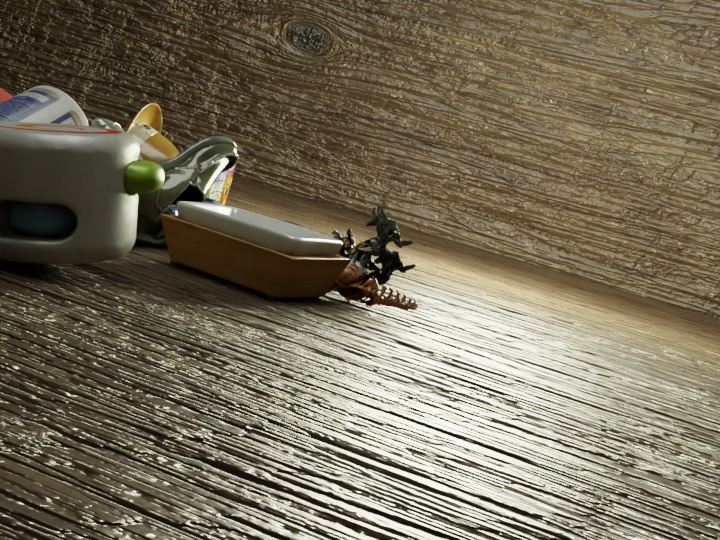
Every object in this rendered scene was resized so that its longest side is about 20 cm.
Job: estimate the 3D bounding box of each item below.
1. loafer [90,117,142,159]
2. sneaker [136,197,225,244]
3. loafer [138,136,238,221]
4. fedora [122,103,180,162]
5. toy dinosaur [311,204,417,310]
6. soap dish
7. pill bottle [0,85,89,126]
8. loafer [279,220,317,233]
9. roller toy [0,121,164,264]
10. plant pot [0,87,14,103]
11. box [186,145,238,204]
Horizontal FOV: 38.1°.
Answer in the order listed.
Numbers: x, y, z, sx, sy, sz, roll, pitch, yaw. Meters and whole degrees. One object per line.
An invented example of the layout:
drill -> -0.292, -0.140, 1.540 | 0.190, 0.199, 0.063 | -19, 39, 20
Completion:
loafer -> -0.323, -0.151, 1.358 | 0.070, 0.070, 0.200 | -32, 1, -16
sneaker -> -0.259, -0.062, 1.440 | 0.198, 0.077, 0.077 | -2, 21, -36
loafer -> -0.231, -0.116, 1.391 | 0.070, 0.075, 0.199 | 51, 47, 4
fedora -> -0.319, -0.148, 1.546 | 0.081, 0.202, 0.201 | 27, 7, 0
toy dinosaur -> 0.000, 0.000, 1.421 | 0.200, 0.135, 0.102 | 45, -27, 14
soap dish -> -0.134, -0.025, 1.325 | 0.198, 0.082, 0.157 | 18, 7, 24
pill bottle -> -0.411, -0.129, 1.203 | 0.110, 0.112, 0.200 | 17, 34, 18
loafer -> -0.106, -0.041, 1.556 | 0.199, 0.076, 0.069 | 21, 13, 42
roller toy -> -0.321, -0.077, 1.074 | 0.198, 0.142, 0.181 | 13, 13, 39
plant pot -> -0.588, -0.209, 1.440 | 0.176, 0.202, 0.200 | 23, 3, -24
box -> -0.249, -0.125, 1.659 | 0.039, 0.139, 0.200 | 15, 7, 4
